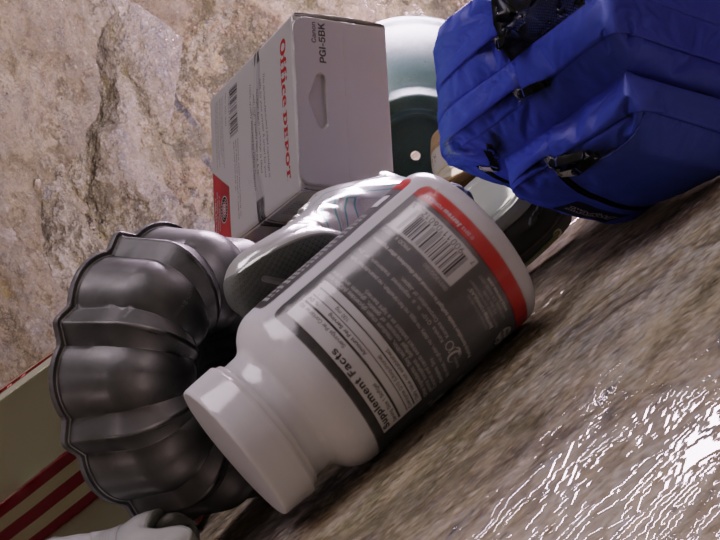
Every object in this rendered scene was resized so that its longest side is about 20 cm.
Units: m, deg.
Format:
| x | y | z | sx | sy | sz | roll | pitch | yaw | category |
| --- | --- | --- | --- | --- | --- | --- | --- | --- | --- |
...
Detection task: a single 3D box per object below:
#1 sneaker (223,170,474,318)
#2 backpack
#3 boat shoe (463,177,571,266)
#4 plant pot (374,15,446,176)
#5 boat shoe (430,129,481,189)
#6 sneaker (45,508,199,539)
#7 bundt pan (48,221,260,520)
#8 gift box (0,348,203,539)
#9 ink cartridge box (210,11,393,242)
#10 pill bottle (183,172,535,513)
| x | y | z | sx | sy | sz | roll | pitch | yaw | category |
| --- | --- | --- | --- | --- | --- | --- | --- | --- | --- |
| -0.018 | -0.015 | 1.126 | 0.200 | 0.071 | 0.080 | -22 | 33 | -39 | sneaker |
| 0.137 | -0.115 | 1.074 | 0.200 | 0.162 | 0.168 | -25 | 54 | 50 | backpack |
| 0.061 | 0.001 | 1.219 | 0.202 | 0.060 | 0.072 | -38 | 38 | 26 | boat shoe |
| 0.049 | -0.116 | 1.543 | 0.200 | 0.200 | 0.134 | -37 | 16 | 13 | plant pot |
| 0.142 | -0.108 | 1.227 | 0.199 | 0.069 | 0.074 | -19 | -34 | 4 | boat shoe |
| -0.149 | 0.192 | 1.085 | 0.099 | 0.078 | 0.200 | -33 | 12 | -24 | sneaker |
| -0.101 | 0.064 | 1.115 | 0.076 | 0.202 | 0.202 | -7 | 28 | 43 | bundt pan |
| -0.231 | 0.151 | 1.273 | 0.186 | 0.185 | 0.200 | -36 | 1 | 10 | gift box |
| -0.051 | -0.102 | 1.389 | 0.083 | 0.147 | 0.200 | 3 | -15 | -23 | ink cartridge box |
| -0.002 | 0.044 | 1.030 | 0.200 | 0.116 | 0.116 | -41 | 7 | -13 | pill bottle |
